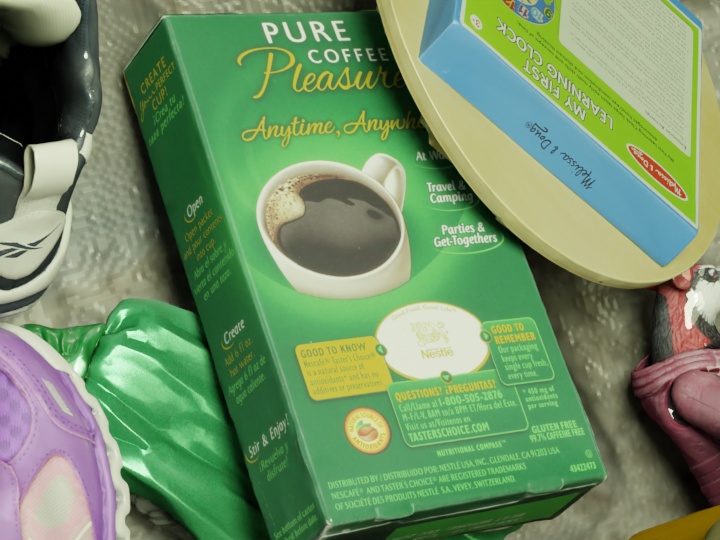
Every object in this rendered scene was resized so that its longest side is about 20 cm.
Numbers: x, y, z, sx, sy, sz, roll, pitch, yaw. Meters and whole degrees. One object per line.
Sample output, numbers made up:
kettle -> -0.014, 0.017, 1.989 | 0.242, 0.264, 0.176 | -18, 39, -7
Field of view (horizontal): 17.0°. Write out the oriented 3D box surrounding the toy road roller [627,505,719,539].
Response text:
toy road roller -> 0.120, 0.179, 0.861 | 0.146, 0.200, 0.123 | 47, 45, -14

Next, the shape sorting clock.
shape sorting clock -> 0.074, -0.085, 0.928 | 0.200, 0.039, 0.200 | 32, 42, -34

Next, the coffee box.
coffee box -> 0.000, 0.000, 0.864 | 0.123, 0.044, 0.200 | -7, 67, -33

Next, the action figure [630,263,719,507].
action figure -> 0.159, 0.080, 0.973 | 0.149, 0.134, 0.200 | -34, 88, 15

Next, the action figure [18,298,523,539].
action figure -> -0.040, 0.069, 0.866 | 0.200, 0.055, 0.118 | 31, 71, -20

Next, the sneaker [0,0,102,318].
sneaker -> -0.134, -0.094, 0.773 | 0.079, 0.130, 0.199 | -6, 70, -28

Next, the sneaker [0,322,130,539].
sneaker -> -0.122, 0.114, 0.783 | 0.080, 0.088, 0.200 | -6, 85, 12
